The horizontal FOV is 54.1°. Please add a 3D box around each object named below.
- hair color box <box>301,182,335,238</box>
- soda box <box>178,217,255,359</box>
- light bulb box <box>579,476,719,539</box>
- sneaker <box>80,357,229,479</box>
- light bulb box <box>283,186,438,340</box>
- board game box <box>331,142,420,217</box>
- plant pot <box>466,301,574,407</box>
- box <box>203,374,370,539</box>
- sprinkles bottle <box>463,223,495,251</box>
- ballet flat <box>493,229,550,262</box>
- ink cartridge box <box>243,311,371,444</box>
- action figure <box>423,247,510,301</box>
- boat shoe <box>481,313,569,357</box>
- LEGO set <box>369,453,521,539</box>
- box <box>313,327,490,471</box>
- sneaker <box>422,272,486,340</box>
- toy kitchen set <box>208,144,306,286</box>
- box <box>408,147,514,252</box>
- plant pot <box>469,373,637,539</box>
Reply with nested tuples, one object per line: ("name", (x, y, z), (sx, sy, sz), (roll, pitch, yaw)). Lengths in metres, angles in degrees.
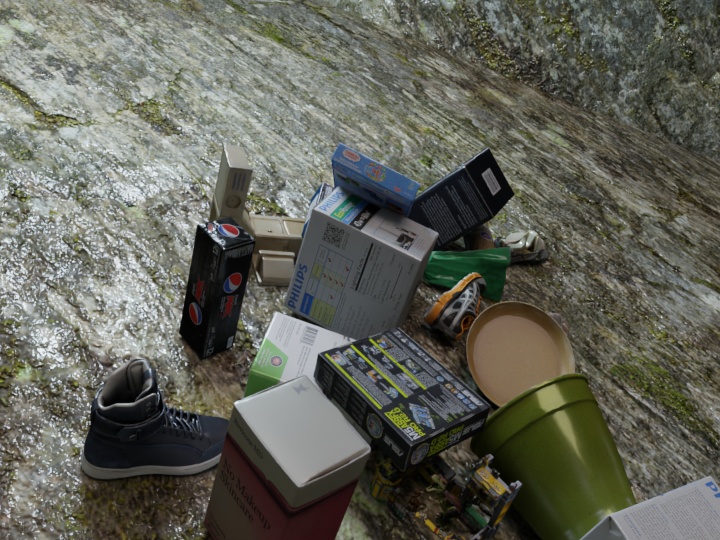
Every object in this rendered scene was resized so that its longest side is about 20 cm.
("hair color box", (-0.006, -0.073, 1.339), (0.196, 0.061, 0.102), (26, 52, -17))
("soda box", (-0.216, 0.027, 1.053), (0.070, 0.204, 0.062), (38, 36, 30))
("light bulb box", (0.342, 0.368, 0.839), (0.195, 0.201, 0.126), (-4, 48, -33))
("sneaker", (-0.235, 0.179, 0.872), (0.198, 0.149, 0.077), (-2, 35, -32))
("light bulb box", (0.000, 0.000, 1.197), (0.196, 0.202, 0.125), (26, 29, 9))
("board game box", (0.023, -0.144, 1.222), (0.148, 0.037, 0.200), (27, -8, 3))
("plant pot", (0.274, 0.153, 1.223), (0.194, 0.028, 0.205), (4, 65, -8))
("box", (-0.088, 0.246, 0.797), (0.107, 0.204, 0.127), (-14, 44, -42))
("sprinkles bottle", (0.263, -0.051, 1.552), (0.066, 0.070, 0.202), (13, 32, -9))
("ballet flat", (0.377, -0.057, 1.622), (0.196, 0.073, 0.072), (-7, 40, -36))
("ink cartridge box", (-0.060, 0.163, 1.045), (0.195, 0.086, 0.147), (19, 33, 0))
("action figure", (0.198, -0.003, 1.431), (0.194, 0.122, 0.055), (5, 19, -6))
("boat shoe", (0.286, 0.135, 1.292), (0.194, 0.072, 0.078), (-10, 73, -13))
("LEGO set", (0.114, 0.281, 0.931), (0.151, 0.118, 0.200), (-9, 41, -37))
("box", (0.054, 0.165, 0.963), (0.157, 0.045, 0.199), (-14, 39, -39))
("sneaker", (0.192, 0.071, 1.339), (0.077, 0.079, 0.199), (43, 41, 13))
("toy kitchen set", (-0.160, -0.095, 1.285), (0.195, 0.184, 0.165), (4, 36, -24))
("box", (0.197, -0.140, 1.484), (0.126, 0.194, 0.200), (58, 31, -4))
("plant pot", (0.280, 0.284, 0.974), (0.196, 0.202, 0.196), (-4, 50, -32))
